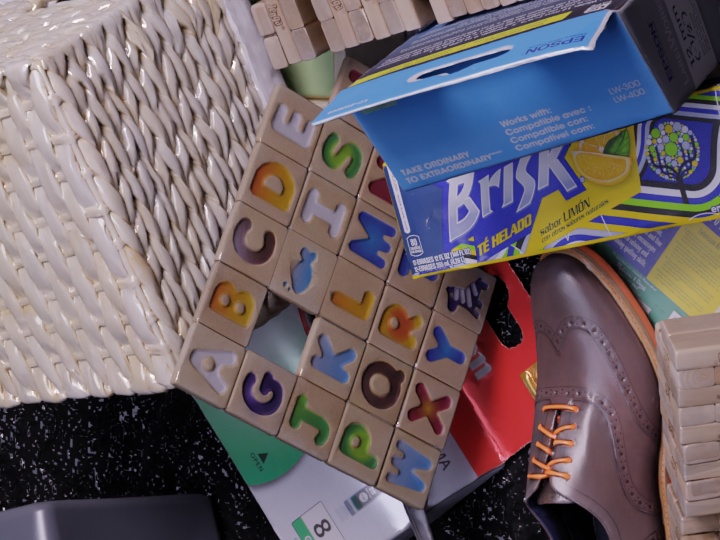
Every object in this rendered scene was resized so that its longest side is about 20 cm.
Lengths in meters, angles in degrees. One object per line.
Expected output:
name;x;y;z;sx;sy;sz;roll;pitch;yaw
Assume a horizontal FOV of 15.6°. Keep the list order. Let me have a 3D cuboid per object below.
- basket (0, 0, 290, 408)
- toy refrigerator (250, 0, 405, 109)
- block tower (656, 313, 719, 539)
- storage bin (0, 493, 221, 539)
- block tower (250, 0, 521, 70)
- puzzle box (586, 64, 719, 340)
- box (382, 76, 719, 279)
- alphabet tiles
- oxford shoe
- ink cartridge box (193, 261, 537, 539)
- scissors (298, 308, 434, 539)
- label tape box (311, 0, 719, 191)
basket;-0.147;-0.043;1.385;0.197;0.161;0.201;-8;112;40
toy refrigerator;-0.077;-0.124;1.453;0.199;0.070;0.076;4;100;32
block tower;0.182;0.115;1.295;0.057;0.054;0.201;-6;115;-3
storage bin;-0.142;0.198;1.480;0.145;0.200;0.135;-16;80;33
block tower;0.034;-0.151;1.290;0.199;0.058;0.054;-13;105;39
puzzle box;0.213;0.006;1.316;0.200;0.025;0.133;42;118;20
box;0.114;-0.048;1.311;0.199;0.070;0.065;-12;96;34
alphabet tiles;0.000;0.000;1.357;0.008;0.167;0.201;-6;60;55
oxford shoe;0.118;0.086;1.346;0.071;0.072;0.201;-10;97;50
ink cartridge box;0.008;0.060;1.443;0.200;0.050;0.161;-40;76;33
scissors;0.005;0.074;1.425;0.073;0.014;0.201;-6;88;16
label tape box;0.082;-0.090;1.228;0.143;0.200;0.066;-15;105;26
